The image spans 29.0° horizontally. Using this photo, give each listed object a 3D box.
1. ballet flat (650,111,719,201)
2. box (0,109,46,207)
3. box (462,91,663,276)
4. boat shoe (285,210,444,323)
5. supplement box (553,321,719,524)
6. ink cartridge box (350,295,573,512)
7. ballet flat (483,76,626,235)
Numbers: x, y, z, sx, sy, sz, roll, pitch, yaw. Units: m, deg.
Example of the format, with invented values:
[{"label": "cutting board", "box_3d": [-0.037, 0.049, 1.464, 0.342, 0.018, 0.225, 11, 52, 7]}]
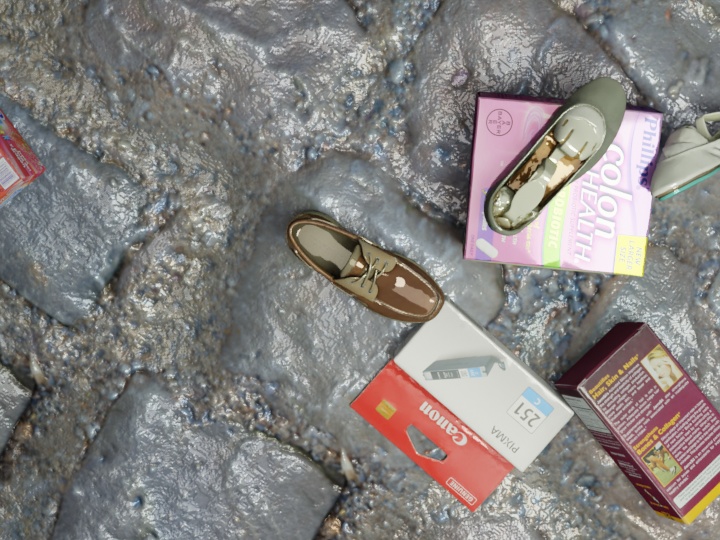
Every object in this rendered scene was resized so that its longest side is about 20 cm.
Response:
[{"label": "ballet flat", "box_3d": [0.361, -0.128, 1.474, 0.069, 0.199, 0.070, 24, 125, 40]}, {"label": "box", "box_3d": [-0.459, -0.158, 1.557, 0.099, 0.096, 0.201, -37, 96, 9]}, {"label": "box", "box_3d": [0.216, -0.096, 1.518, 0.197, 0.097, 0.178, 6, 101, 3]}, {"label": "boat shoe", "box_3d": [0.000, 0.000, 1.551, 0.198, 0.072, 0.076, 26, 94, 8]}, {"label": "supplement box", "box_3d": [0.325, 0.168, 1.549, 0.110, 0.086, 0.201, -40, 95, -10]}, {"label": "ink cartridge box", "box_3d": [0.114, 0.160, 1.600, 0.200, 0.045, 0.177, 40, 100, -3]}, {"label": "ballet flat", "box_3d": [0.204, -0.113, 1.434, 0.067, 0.064, 0.200, 41, 100, -3]}]
